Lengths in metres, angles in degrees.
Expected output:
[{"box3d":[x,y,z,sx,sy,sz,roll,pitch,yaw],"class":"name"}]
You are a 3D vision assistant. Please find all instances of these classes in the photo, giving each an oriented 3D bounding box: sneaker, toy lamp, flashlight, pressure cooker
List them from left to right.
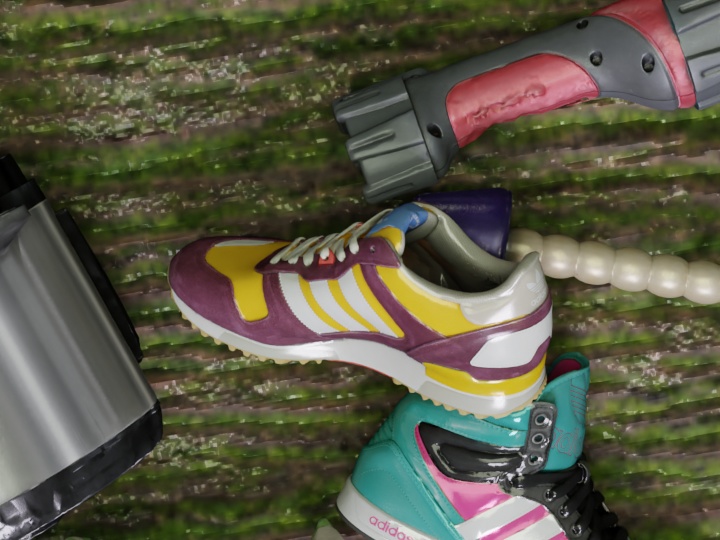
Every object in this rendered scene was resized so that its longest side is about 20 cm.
[{"box3d":[-0.207,0.034,1.414,0.175,0.179,0.201,-29,95,6],"class":"pressure cooker"},{"box3d":[0.000,0.000,1.432,0.199,0.075,0.090,14,127,17],"class":"sneaker"},{"box3d":[0.090,-0.086,1.457,0.199,0.068,0.068,-21,97,1],"class":"flashlight"},{"box3d":[0.100,0.105,1.468,0.199,0.084,0.121,23,104,0],"class":"sneaker"},{"box3d":[0.121,-0.004,1.469,0.199,0.058,0.059,8,95,-2],"class":"toy lamp"}]

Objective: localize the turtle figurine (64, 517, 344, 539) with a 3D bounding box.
[{"box3d":[-0.098,0.198,1.481,0.193,0.200,0.144,-17,72,-18],"class":"turtle figurine"}]
